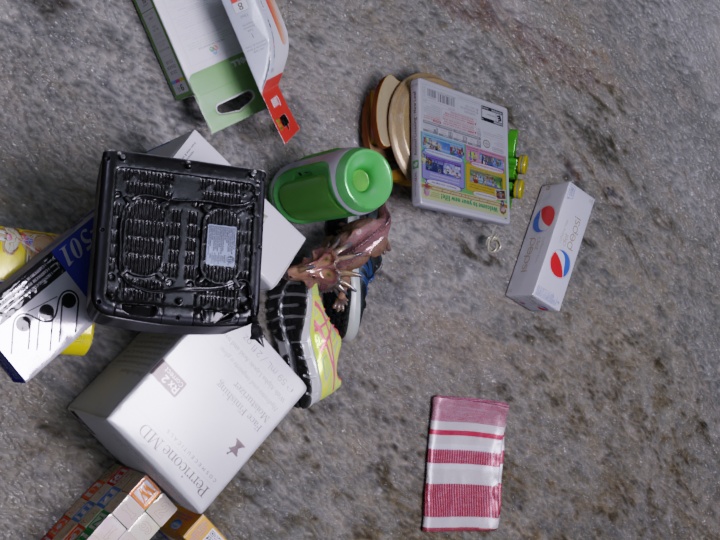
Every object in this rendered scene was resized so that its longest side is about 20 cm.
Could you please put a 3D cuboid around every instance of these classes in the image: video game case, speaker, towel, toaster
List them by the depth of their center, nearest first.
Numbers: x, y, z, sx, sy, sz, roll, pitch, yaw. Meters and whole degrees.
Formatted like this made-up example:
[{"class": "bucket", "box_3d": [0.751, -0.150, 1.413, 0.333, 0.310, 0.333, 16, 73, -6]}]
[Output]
[{"class": "toaster", "box_3d": [-0.198, -0.017, 1.097, 0.179, 0.119, 0.202, 5, 78, -18]}, {"class": "speaker", "box_3d": [-0.043, -0.109, 1.324, 0.088, 0.199, 0.089, 1, 87, -33]}, {"class": "video game case", "box_3d": [0.147, -0.169, 1.485, 0.199, 0.022, 0.184, 9, 77, -43]}, {"class": "towel", "box_3d": [0.161, 0.295, 1.548, 0.143, 0.023, 0.202, 9, 84, -32]}]

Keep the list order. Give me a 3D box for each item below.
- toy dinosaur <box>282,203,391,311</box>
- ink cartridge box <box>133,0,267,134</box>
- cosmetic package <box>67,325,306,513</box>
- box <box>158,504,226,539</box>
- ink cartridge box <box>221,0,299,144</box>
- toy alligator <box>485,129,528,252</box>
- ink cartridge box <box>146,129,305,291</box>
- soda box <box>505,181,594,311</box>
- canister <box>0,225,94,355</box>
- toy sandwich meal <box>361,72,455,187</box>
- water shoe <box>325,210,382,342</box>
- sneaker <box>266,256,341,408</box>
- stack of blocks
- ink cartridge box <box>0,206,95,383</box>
[{"class": "toy dinosaur", "box_3d": [-0.009, -0.029, 1.316, 0.086, 0.136, 0.200, 42, 76, 3]}, {"class": "ink cartridge box", "box_3d": [-0.203, -0.284, 1.311, 0.103, 0.059, 0.201, -30, 105, -30]}, {"class": "cosmetic package", "box_3d": [-0.209, 0.155, 1.227, 0.165, 0.165, 0.200, 50, 64, -19]}, {"class": "box", "box_3d": [-0.171, 0.375, 1.271, 0.041, 0.119, 0.201, -45, 110, -26]}, {"class": "ink cartridge box", "box_3d": [-0.111, -0.274, 1.316, 0.050, 0.162, 0.201, -24, 102, 9]}, {"class": "toy alligator", "box_3d": [0.224, -0.119, 1.589, 0.054, 0.059, 0.202, 38, 62, -70]}, {"class": "ink cartridge box", "box_3d": [-0.187, -0.065, 1.262, 0.200, 0.144, 0.085, 46, 62, -23]}, {"class": "soda box", "box_3d": [0.304, -0.038, 1.625, 0.063, 0.068, 0.201, 29, 73, -28]}, {"class": "canister", "box_3d": [-0.405, 0.020, 1.154, 0.199, 0.086, 0.150, 8, 83, -34]}, {"class": "toy sandwich meal", "box_3d": [0.089, -0.196, 1.498, 0.204, 0.070, 0.207, 9, 77, -42]}, {"class": "water shoe", "box_3d": [0.000, 0.000, 1.425, 0.078, 0.071, 0.202, 3, 87, -35]}, {"class": "sneaker", "box_3d": [-0.068, 0.081, 1.385, 0.090, 0.078, 0.202, -6, 93, -47]}, {"class": "stack of blocks", "box_3d": [-0.319, 0.323, 1.180, 0.200, 0.115, 0.059, -47, 112, -25]}, {"class": "ink cartridge box", "box_3d": [-0.331, 0.023, 1.128, 0.200, 0.044, 0.094, -46, 113, -31]}]
